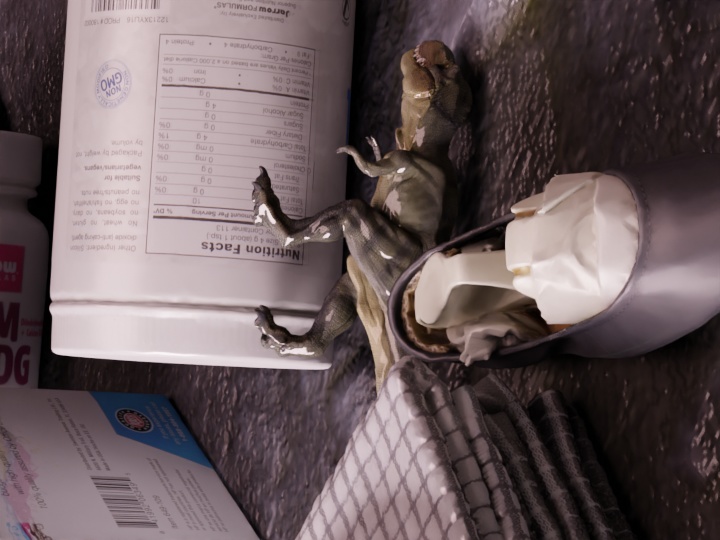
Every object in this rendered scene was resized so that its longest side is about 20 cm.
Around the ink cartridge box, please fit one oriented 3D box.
[{"bbox_3d":[-0.178,0.151,1.272,0.147,0.200,0.146,51,129,52],"label":"ink cartridge box"}]

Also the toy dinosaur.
[{"bbox_3d":[0.000,0.000,1.092,0.047,0.088,0.200,35,-122,-82],"label":"toy dinosaur"}]

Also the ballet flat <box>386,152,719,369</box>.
[{"bbox_3d":[0.071,0.001,0.977,0.200,0.073,0.073,-21,67,58],"label":"ballet flat"}]

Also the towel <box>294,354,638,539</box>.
[{"bbox_3d":[0.046,0.155,0.989,0.166,0.086,0.200,-62,38,38],"label":"towel"}]

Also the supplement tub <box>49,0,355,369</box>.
[{"bbox_3d":[-0.070,-0.058,1.179,0.132,0.132,0.200,-1,85,61],"label":"supplement tub"}]

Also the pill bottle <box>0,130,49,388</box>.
[{"bbox_3d":[-0.234,0.020,1.486,0.113,0.113,0.200,3,89,61],"label":"pill bottle"}]
